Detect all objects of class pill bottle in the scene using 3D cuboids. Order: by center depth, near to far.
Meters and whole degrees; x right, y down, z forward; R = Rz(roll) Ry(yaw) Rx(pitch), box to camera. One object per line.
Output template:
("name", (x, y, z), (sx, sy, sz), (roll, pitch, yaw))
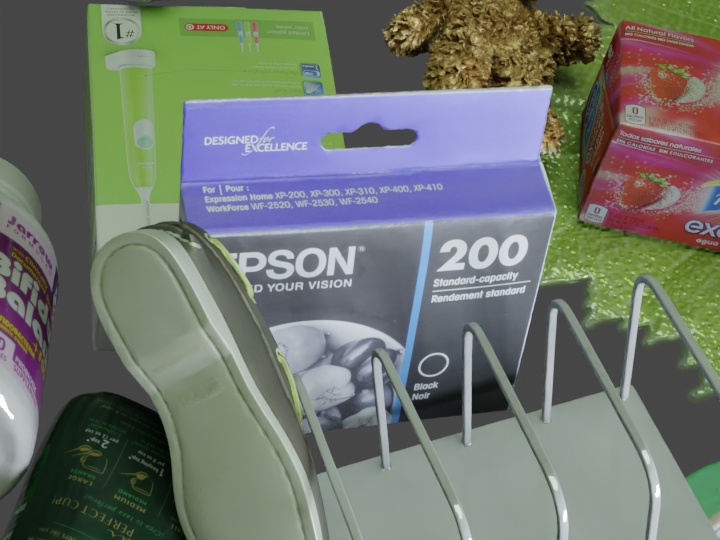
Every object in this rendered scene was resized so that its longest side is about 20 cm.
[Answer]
("pill bottle", (-0.213, 0.024, 0.832), (0.112, 0.112, 0.200), (5, 36, -9))

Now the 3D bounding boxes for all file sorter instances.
("file sorter", (0.073, 0.103, 0.802), (0.200, 0.125, 0.139), (-15, 48, -10))

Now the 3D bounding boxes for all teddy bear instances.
("teddy bear", (0.086, -0.153, 1.077), (0.145, 0.067, 0.200), (15, 51, 11))

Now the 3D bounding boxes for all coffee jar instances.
("coffee jar", (-0.136, 0.162, 0.768), (0.104, 0.085, 0.200), (30, 50, -7))

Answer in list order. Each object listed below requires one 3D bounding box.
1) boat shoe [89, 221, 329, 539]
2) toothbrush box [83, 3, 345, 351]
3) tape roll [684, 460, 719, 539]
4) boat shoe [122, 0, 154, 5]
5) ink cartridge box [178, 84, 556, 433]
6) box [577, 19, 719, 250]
("boat shoe", (-0.059, 0.070, 0.767), (0.202, 0.072, 0.060), (67, 25, -3))
("toothbrush box", (-0.087, -0.057, 0.956), (0.146, 0.086, 0.200), (-1, 52, -12))
("tape roll", (0.231, 0.193, 0.855), (0.200, 0.048, 0.201), (6, 52, -7))
("boat shoe", (-0.124, -0.206, 1.043), (0.086, 0.075, 0.202), (7, 13, -22))
("ink cartridge box", (0.000, 0.000, 0.857), (0.198, 0.200, 0.043), (-5, 38, -16))
("box", (0.246, -0.077, 1.040), (0.200, 0.096, 0.100), (12, 50, -3))
